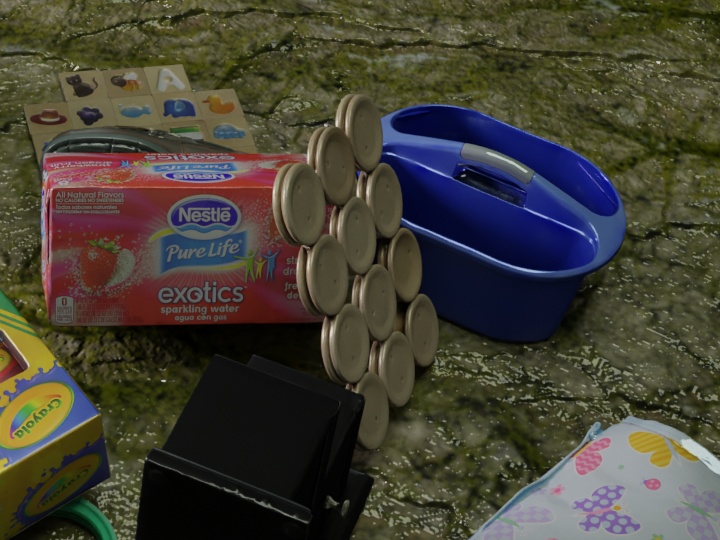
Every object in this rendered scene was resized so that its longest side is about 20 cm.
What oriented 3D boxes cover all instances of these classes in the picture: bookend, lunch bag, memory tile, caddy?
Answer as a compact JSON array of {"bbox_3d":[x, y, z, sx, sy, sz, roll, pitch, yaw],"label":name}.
[{"bbox_3d":[-0.050,0.117,1.008,0.091,0.200,0.201,19,44,7],"label":"bookend"},{"bbox_3d":[0.166,0.199,1.031,0.169,0.128,0.200,-34,71,-34],"label":"lunch bag"},{"bbox_3d":[0.000,0.000,1.136,0.017,0.202,0.154,-4,28,26],"label":"memory tile"},{"bbox_3d":[0.088,-0.043,1.259,0.198,0.106,0.142,23,47,10],"label":"caddy"}]

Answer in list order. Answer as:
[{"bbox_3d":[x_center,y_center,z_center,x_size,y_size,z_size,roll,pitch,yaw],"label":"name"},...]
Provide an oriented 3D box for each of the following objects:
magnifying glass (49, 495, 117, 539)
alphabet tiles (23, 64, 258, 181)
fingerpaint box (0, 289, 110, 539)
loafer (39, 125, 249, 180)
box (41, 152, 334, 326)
[{"bbox_3d":[-0.217,0.132,1.082,0.079,0.023,0.200,-24,55,-30],"label":"magnifying glass"},{"bbox_3d":[-0.157,-0.084,1.316,0.165,0.006,0.201,-7,49,-18],"label":"alphabet tiles"},{"bbox_3d":[-0.275,0.098,1.045,0.199,0.074,0.167,-30,58,-23],"label":"fingerpaint box"},{"bbox_3d":[-0.128,-0.063,1.262,0.198,0.072,0.063,11,25,-11],"label":"loafer"},{"bbox_3d":[-0.111,-0.023,1.181,0.198,0.097,0.100,0,17,-13],"label":"box"}]
